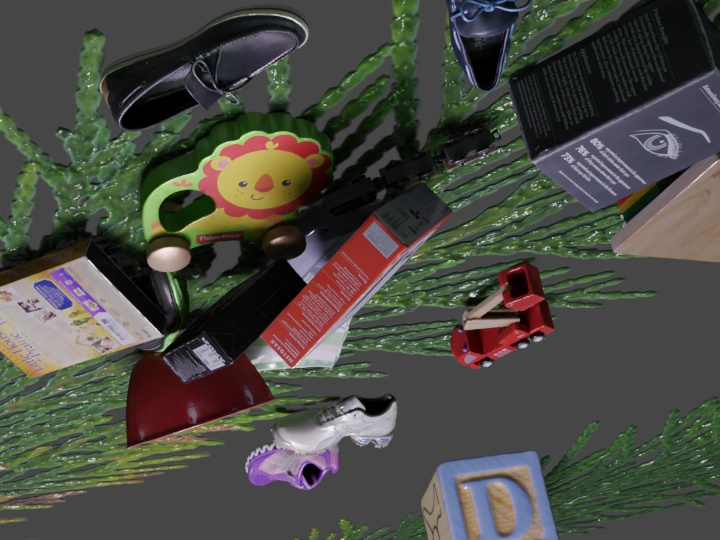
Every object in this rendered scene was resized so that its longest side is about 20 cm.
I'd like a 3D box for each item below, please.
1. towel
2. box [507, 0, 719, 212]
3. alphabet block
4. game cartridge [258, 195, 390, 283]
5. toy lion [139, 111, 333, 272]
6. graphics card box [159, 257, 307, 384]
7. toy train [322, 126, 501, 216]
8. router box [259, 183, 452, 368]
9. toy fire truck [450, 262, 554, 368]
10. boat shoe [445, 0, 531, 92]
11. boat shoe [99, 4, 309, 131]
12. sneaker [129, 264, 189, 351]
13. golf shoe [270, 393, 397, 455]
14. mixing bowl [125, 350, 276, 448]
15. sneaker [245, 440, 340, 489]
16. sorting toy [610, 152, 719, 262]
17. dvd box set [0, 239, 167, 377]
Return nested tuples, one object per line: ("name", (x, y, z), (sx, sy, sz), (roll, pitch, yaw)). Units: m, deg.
("towel", (-0.084, 0.078, 1.636), (0.148, 0.031, 0.200), (-5, 151, -14))
("box", (0.272, -0.163, 1.241), (0.199, 0.105, 0.148), (-26, 149, 25))
("alphabet block", (0.233, 0.462, 2.306), (0.195, 0.196, 0.200), (-4, 152, -10))
("game cartridge", (-0.034, -0.021, 1.454), (0.133, 0.041, 0.200), (6, 143, -36))
("toy lion", (-0.128, -0.086, 1.289), (0.199, 0.069, 0.192), (-6, 145, -9))
("graphics card box", (-0.143, 0.058, 1.390), (0.125, 0.051, 0.200), (-44, -174, -25))
("toy train", (0.054, -0.102, 1.305), (0.199, 0.034, 0.046), (-23, 170, -7))
("router box", (0.000, 0.000, 1.308), (0.180, 0.049, 0.200), (-47, 177, 21))
("toy fire truck", (0.186, 0.067, 1.699), (0.200, 0.049, 0.141), (-30, 147, 33))
("boat shoe", (0.115, -0.231, 1.091), (0.084, 0.069, 0.200), (-15, 152, 6))
("boat shoe", (-0.136, -0.175, 1.109), (0.199, 0.063, 0.075), (-19, 150, 10))
("sneaker", (-0.248, 0.044, 1.461), (0.083, 0.077, 0.200), (-4, 151, -22))
("golf shoe", (-0.037, 0.219, 1.898), (0.199, 0.078, 0.098), (-5, 135, -25))
("mixing bowl", (-0.216, 0.144, 1.593), (0.199, 0.109, 0.200), (-17, 177, -1))
("sneaker", (-0.105, 0.312, 2.006), (0.200, 0.089, 0.080), (-30, 149, 33))
("sorting toy", (0.420, -0.093, 1.468), (0.198, 0.070, 0.200), (4, 148, -28))
("dvd box set", (-0.338, 0.047, 1.410), (0.199, 0.029, 0.146), (-18, 131, 25))
